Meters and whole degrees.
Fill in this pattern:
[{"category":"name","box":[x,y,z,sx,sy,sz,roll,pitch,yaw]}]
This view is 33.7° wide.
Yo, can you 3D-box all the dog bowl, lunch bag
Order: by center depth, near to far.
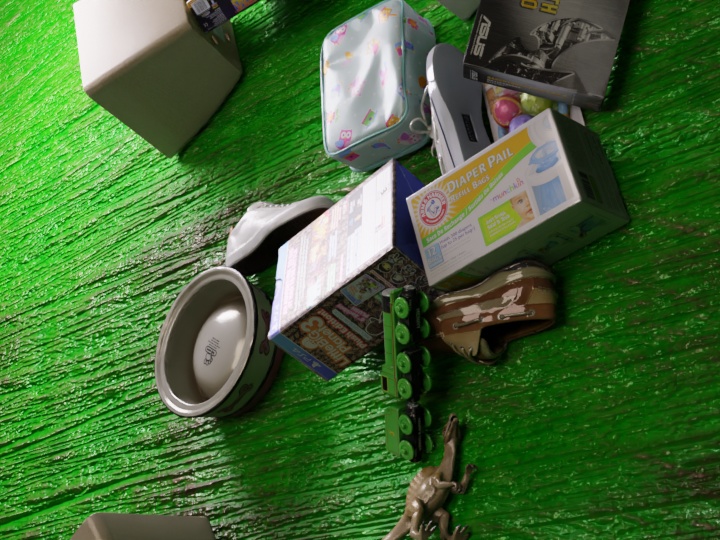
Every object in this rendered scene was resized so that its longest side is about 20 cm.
[{"category":"lunch bag","box":[0.020,-0.233,1.501,0.159,0.077,0.202,-24,56,38]},{"category":"dog bowl","box":[-0.179,0.101,1.553,0.199,0.073,0.202,-20,59,38]}]

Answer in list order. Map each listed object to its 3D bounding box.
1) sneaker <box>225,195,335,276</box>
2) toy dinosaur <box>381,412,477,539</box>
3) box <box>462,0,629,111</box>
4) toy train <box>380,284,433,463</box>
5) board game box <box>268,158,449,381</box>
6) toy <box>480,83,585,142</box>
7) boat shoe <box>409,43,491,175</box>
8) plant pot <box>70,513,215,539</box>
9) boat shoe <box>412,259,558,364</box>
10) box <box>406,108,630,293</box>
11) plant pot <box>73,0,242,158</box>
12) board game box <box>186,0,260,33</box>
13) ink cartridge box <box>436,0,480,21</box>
[{"category":"sneaker","box":[-0.111,-0.068,1.560,0.199,0.072,0.086,-27,57,37]},{"category":"toy dinosaur","box":[0.068,0.253,1.258,0.201,0.058,0.101,-54,28,1]},{"category":"box","box":[0.210,-0.289,1.290,0.157,0.048,0.202,16,81,9]},{"category":"toy train","box":[0.047,0.110,1.281,0.056,0.041,0.203,16,115,49]},{"category":"board game box","box":[0.000,0.000,1.367,0.199,0.097,0.160,-36,32,29]},{"category":"toy","box":[0.182,-0.188,1.336,0.115,0.047,0.202,-31,52,35]},{"category":"boat shoe","box":[0.104,-0.163,1.395,0.086,0.074,0.204,-40,57,47]},{"category":"plant pot","box":[-0.261,0.423,1.401,0.200,0.199,0.177,-50,55,16]},{"category":"boat shoe","box":[0.124,0.060,1.263,0.199,0.075,0.075,-30,55,34]},{"category":"box","box":[0.161,-0.063,1.250,0.199,0.101,0.114,-32,60,32]},{"category":"plant pot","box":[-0.293,-0.330,1.791,0.176,0.200,0.201,-30,52,19]},{"category":"board game box","box":[-0.130,-0.429,1.699,0.199,0.057,0.166,-20,20,39]},{"category":"ink cartridge box","box":[0.076,-0.421,1.479,0.084,0.144,0.201,-46,45,20]}]
